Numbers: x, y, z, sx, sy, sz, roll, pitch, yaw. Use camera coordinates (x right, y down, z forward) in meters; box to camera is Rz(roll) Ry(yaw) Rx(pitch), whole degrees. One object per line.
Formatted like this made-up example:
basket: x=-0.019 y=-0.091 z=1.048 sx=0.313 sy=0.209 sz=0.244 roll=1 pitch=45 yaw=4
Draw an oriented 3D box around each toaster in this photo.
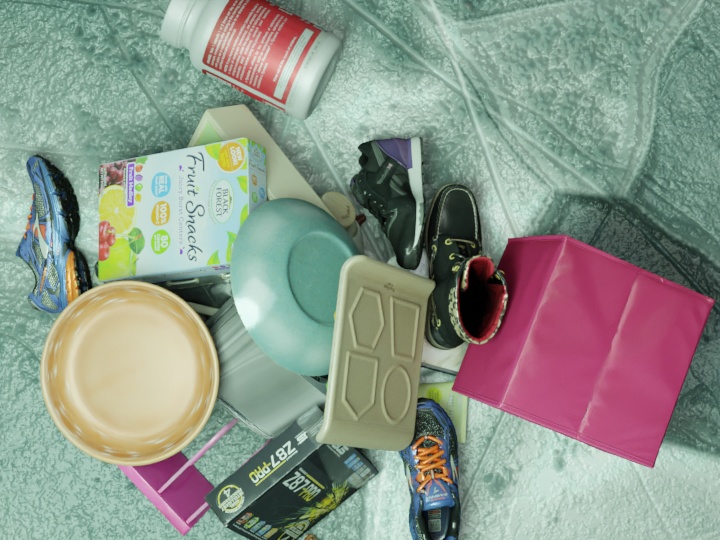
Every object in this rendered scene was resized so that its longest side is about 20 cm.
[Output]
toaster: x=-0.095 y=0.105 z=1.418 sx=0.129 sy=0.114 sz=0.200 roll=-35 pitch=115 yaw=28

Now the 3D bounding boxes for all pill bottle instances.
pill bottle: x=-0.132 y=-0.271 z=1.496 sx=0.200 sy=0.112 sz=0.112 roll=27 pitch=87 yaw=1

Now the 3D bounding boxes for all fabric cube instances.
fabric cube: x=0.248 y=0.088 z=1.425 sx=0.200 sy=0.196 sz=0.200 roll=22 pitch=85 yaw=-10

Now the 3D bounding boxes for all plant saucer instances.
plant saucer: x=-0.248 y=0.111 z=1.360 sx=0.200 sy=0.037 sz=0.201 roll=0 pitch=92 yaw=8
plant saucer: x=-0.051 y=0.013 z=1.355 sx=0.201 sy=0.039 sz=0.202 roll=15 pitch=67 yaw=-40

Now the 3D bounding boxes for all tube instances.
tube: x=0.032 y=0.166 z=1.508 sx=0.199 sy=0.052 sz=0.058 roll=4 pitch=131 yaw=-6

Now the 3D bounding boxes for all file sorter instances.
file sorter: x=-0.213 y=0.175 z=1.445 sx=0.125 sy=0.139 sz=0.200 roll=-44 pitch=88 yaw=10

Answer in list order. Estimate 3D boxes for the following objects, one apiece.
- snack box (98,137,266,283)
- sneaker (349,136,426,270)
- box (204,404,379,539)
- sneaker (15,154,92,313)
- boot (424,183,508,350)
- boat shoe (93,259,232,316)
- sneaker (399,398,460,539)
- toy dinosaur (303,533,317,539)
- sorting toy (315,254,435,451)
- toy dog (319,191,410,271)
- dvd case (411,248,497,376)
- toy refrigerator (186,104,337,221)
snack box: x=-0.204 y=-0.064 z=1.421 sx=0.199 sy=0.053 sz=0.143 roll=-7 pitch=78 yaw=23
sneaker: x=0.031 y=-0.078 z=1.473 sx=0.087 sy=0.076 sz=0.200 roll=2 pitch=46 yaw=-2
box: x=-0.074 y=0.244 z=1.427 sx=0.161 sy=0.200 sz=0.049 roll=-40 pitch=64 yaw=-4
sneaker: x=-0.381 y=-0.041 z=1.502 sx=0.078 sy=0.075 sz=0.201 roll=-11 pitch=85 yaw=2
boot: x=0.121 y=-0.005 z=1.443 sx=0.073 sy=0.151 sz=0.201 roll=8 pitch=87 yaw=-11
boat shoe: x=-0.224 y=0.002 z=1.484 sx=0.199 sy=0.072 sz=0.068 roll=10 pitch=120 yaw=15
sneaker: x=0.088 y=0.247 z=1.464 sx=0.075 sy=0.078 sz=0.201 roll=-12 pitch=100 yaw=-4
toy dinosaur: x=-0.038 y=0.422 z=1.483 sx=0.135 sy=0.102 sz=0.200 roll=-12 pitch=52 yaw=-16
sorting toy: x=0.014 y=0.094 z=1.367 sx=0.036 sy=0.185 sz=0.201 roll=7 pitch=83 yaw=32
toy dog: x=0.000 y=0.000 z=1.495 sx=0.096 sy=0.132 sz=0.201 roll=-18 pitch=92 yaw=-40
dvd case: x=0.131 y=0.060 z=1.528 sx=0.199 sy=0.018 sz=0.143 roll=14 pitch=86 yaw=0
toy refrigerator: x=-0.121 y=-0.097 z=1.464 sx=0.200 sy=0.070 sz=0.076 roll=52 pitch=131 yaw=20
